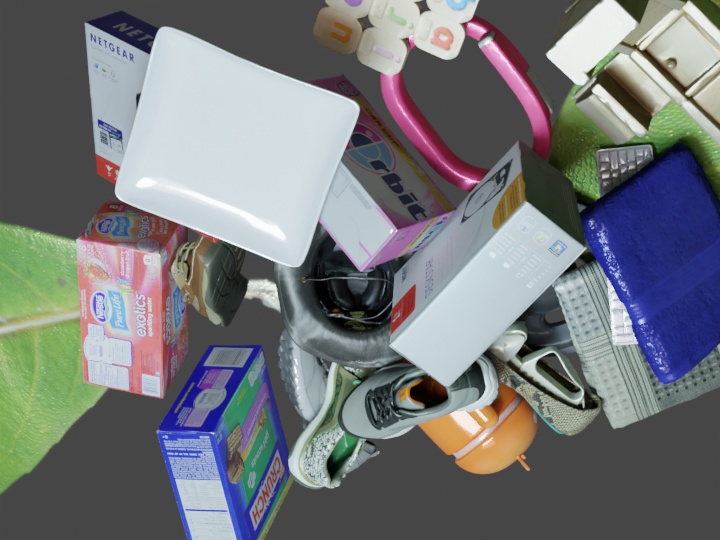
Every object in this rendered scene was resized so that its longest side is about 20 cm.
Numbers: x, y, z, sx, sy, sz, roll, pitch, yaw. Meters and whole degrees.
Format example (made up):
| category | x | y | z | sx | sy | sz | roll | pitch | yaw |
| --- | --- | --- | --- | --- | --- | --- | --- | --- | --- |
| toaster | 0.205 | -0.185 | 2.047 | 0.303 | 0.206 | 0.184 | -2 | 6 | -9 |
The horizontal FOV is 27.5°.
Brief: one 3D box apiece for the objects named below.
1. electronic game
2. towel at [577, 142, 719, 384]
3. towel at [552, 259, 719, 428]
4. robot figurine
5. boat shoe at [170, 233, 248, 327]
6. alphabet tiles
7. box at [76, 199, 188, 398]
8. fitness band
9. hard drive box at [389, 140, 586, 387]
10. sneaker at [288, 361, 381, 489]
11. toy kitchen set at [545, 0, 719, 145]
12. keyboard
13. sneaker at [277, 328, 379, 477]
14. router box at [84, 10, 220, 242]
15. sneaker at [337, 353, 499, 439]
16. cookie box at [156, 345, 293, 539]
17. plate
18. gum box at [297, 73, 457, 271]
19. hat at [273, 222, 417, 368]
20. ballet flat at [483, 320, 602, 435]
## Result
| category | x | y | z | sx | sy | sz | roll | pitch | yaw |
| --- | --- | --- | --- | --- | --- | --- | --- | --- | --- |
| electronic game | 0.192 | 0.008 | 1.563 | 0.199 | 0.042 | 0.201 | 2 | 122 | 4 |
| towel | 0.308 | -0.007 | 1.463 | 0.148 | 0.050 | 0.200 | -34 | 105 | -17 |
| towel | 0.317 | 0.055 | 1.546 | 0.192 | 0.035 | 0.200 | -22 | 114 | 6 |
| robot figurine | 0.114 | 0.140 | 1.614 | 0.200 | 0.117 | 0.144 | 46 | 139 | 1 |
| boat shoe | -0.171 | 0.005 | 1.599 | 0.074 | 0.076 | 0.200 | 27 | 160 | 8 |
| alphabet tiles | 0.025 | -0.294 | 1.416 | 0.195 | 0.015 | 0.200 | 26 | 119 | 9 |
| box | -0.256 | 0.033 | 1.670 | 0.102 | 0.095 | 0.200 | 9 | 123 | 9 |
| fitness band | 0.108 | -0.166 | 1.480 | 0.143 | 0.037 | 0.200 | -29 | 109 | 29 |
| hard drive box | 0.121 | -0.008 | 1.442 | 0.077 | 0.156 | 0.200 | 36 | 112 | -14 |
| sneaker | -0.003 | 0.161 | 1.641 | 0.077 | 0.089 | 0.200 | 26 | 88 | -27 |
| toy kitchen set | 0.254 | -0.163 | 1.353 | 0.200 | 0.181 | 0.163 | 42 | 124 | -8 |
| keyboard | 0.275 | -0.025 | 1.488 | 0.056 | 0.011 | 0.201 | -6 | 96 | 4 |
| sneaker | -0.038 | 0.145 | 1.713 | 0.082 | 0.075 | 0.200 | -23 | 113 | -11 |
| router box | -0.199 | -0.149 | 1.509 | 0.200 | 0.049 | 0.180 | 29 | 132 | 36 |
| sneaker | 0.046 | 0.129 | 1.522 | 0.200 | 0.079 | 0.074 | -23 | 79 | 40 |
| cookie box | -0.152 | 0.216 | 1.713 | 0.075 | 0.171 | 0.200 | 1 | 123 | 18 |
| plate | -0.118 | -0.118 | 1.400 | 0.199 | 0.032 | 0.200 | 21 | 124 | -1 |
| gum box | -0.012 | -0.104 | 1.463 | 0.200 | 0.113 | 0.066 | 51 | 125 | 13 |
| hat | 0.000 | 0.000 | 1.579 | 0.200 | 0.081 | 0.201 | 0 | 105 | 1 |
| ballet flat | 0.174 | 0.097 | 1.550 | 0.200 | 0.068 | 0.075 | 37 | 130 | -12 |
